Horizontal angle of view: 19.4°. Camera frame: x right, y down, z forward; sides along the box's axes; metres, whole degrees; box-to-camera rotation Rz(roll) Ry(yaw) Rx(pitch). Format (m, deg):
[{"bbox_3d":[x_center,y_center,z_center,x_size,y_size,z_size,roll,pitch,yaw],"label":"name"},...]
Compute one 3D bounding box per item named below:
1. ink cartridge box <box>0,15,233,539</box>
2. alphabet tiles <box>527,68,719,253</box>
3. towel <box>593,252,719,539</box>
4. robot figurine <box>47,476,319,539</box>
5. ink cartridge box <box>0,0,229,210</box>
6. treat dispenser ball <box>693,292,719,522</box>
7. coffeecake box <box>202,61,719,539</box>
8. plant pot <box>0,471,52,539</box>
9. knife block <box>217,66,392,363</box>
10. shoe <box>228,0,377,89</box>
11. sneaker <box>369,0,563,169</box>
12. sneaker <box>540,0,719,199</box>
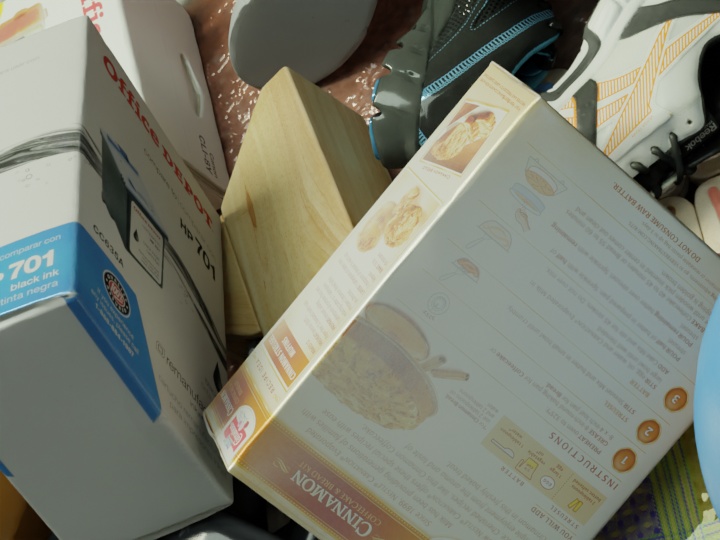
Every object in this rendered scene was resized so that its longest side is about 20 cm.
[{"bbox_3d":[-0.128,0.005,0.961,0.085,0.147,0.201,-21,40,14],"label":"ink cartridge box"},{"bbox_3d":[0.107,-0.016,1.031,0.199,0.015,0.197,-23,58,20],"label":"alphabet tiles"},{"bbox_3d":[0.126,0.080,0.965,0.199,0.023,0.145,-21,66,20],"label":"towel"},{"bbox_3d":[-0.069,0.180,0.973,0.149,0.125,0.201,18,77,37],"label":"robot figurine"},{"bbox_3d":[-0.187,-0.069,1.179,0.199,0.083,0.146,-27,57,17],"label":"ink cartridge box"},{"bbox_3d":[0.229,0.054,0.814,0.199,0.201,0.203,-12,63,24],"label":"treat dispenser ball"},{"bbox_3d":[0.055,0.041,0.908,0.200,0.153,0.073,-50,21,4],"label":"coffeecake box"},{"bbox_3d":[-0.210,0.110,1.046,0.199,0.183,0.202,-14,62,28],"label":"plant pot"},{"bbox_3d":[0.000,0.000,1.027,0.175,0.064,0.202,1,67,47],"label":"knife block"},{"bbox_3d":[-0.020,-0.190,1.109,0.201,0.071,0.092,117,156,-46],"label":"shoe"},{"bbox_3d":[0.069,-0.133,1.078,0.081,0.073,0.202,13,68,12],"label":"sneaker"},{"bbox_3d":[0.120,-0.057,0.987,0.080,0.074,0.201,28,83,34],"label":"sneaker"}]
